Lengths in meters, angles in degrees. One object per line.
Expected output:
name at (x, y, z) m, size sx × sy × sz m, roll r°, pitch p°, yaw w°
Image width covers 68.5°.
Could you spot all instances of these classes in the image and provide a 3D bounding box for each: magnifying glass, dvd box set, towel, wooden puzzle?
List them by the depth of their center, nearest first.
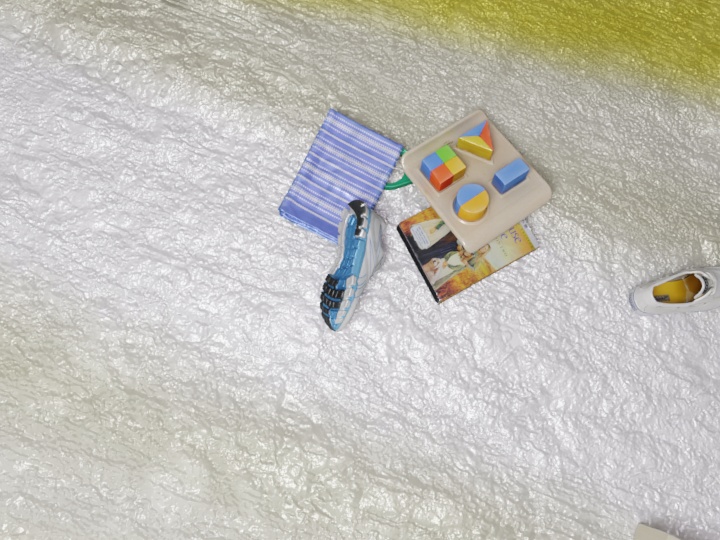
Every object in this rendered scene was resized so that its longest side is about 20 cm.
wooden puzzle at (0.191, -0.157, 0.864) m, size 0.183 × 0.046 × 0.202 m, roll -31°, pitch 74°, yaw -12°
towel at (-0.033, -0.150, 0.869) m, size 0.143 × 0.024 × 0.203 m, roll 26°, pitch 83°, yaw 1°
dvd box set at (0.177, -0.055, 0.874) m, size 0.197 × 0.029 × 0.148 m, roll -26°, pitch 80°, yaw -11°
magnifying glass at (0.100, -0.170, 0.903) m, size 0.195 × 0.022 × 0.082 m, roll 6°, pitch 76°, yaw -2°

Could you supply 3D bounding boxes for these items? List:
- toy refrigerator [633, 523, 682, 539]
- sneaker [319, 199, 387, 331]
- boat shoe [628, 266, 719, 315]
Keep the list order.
toy refrigerator at (0.498, 0.446, 0.756) m, size 0.197 × 0.076 × 0.071 m, roll 25°, pitch 75°, yaw 1°
sneaker at (0.000, 0.000, 0.827) m, size 0.086 × 0.074 × 0.204 m, roll 17°, pitch 89°, yaw -41°
boat shoe at (0.547, 0.030, 0.867) m, size 0.195 × 0.070 × 0.073 m, roll -7°, pitch 76°, yaw -7°
